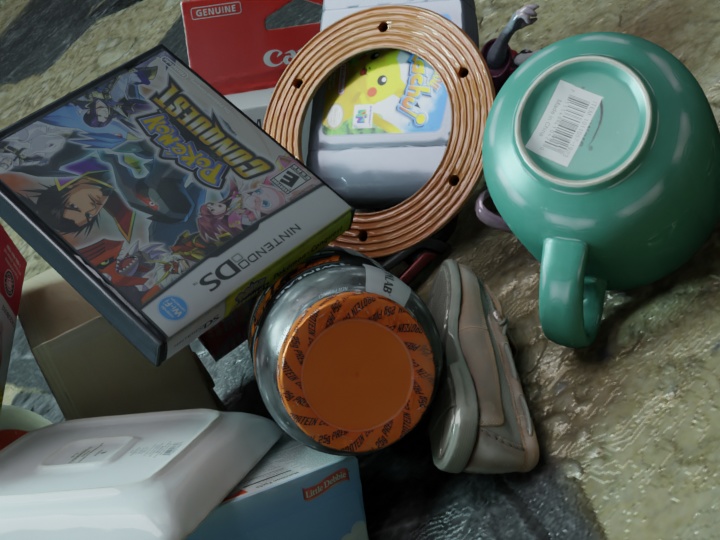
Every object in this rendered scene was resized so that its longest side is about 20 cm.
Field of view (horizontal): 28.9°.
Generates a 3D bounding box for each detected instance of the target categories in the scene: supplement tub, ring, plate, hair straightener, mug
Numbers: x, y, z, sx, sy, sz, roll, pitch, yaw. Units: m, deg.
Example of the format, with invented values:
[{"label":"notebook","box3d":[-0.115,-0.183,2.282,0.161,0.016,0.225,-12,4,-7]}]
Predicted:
[{"label":"supplement tub","box3d":[-0.013,0.052,0.938,0.122,0.123,0.200,-41,9,-2]},{"label":"ring","box3d":[0.013,-0.106,1.072,0.199,0.019,0.202,-7,75,27]},{"label":"plate","box3d":[-0.170,0.129,0.890,0.199,0.033,0.200,-7,11,17]},{"label":"hair straightener","box3d":[0.000,0.000,1.095,0.200,0.077,0.041,-45,2,-6]},{"label":"mug","box3d":[0.159,-0.062,0.900,0.151,0.114,0.186,-23,66,13]}]

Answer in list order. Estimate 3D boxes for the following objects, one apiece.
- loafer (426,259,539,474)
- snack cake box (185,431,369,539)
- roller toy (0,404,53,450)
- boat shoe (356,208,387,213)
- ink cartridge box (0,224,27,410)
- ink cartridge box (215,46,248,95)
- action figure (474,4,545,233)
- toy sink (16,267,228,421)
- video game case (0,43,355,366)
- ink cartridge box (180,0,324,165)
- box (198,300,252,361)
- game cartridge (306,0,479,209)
[{"label":"loafer","box3d":[0.079,0.067,0.938,0.201,0.062,0.072,-89,15,-57]},{"label":"snack cake box","box3d":[-0.107,0.168,0.897,0.199,0.068,0.115,-16,15,-33]},{"label":"roller toy","box3d":[-0.298,0.199,1.063,0.139,0.183,0.201,-13,38,39]},{"label":"boat shoe","box3d":[-0.043,-0.019,1.188,0.199,0.072,0.066,-14,42,41]},{"label":"ink cartridge box","box3d":[-0.299,0.052,0.947,0.083,0.145,0.201,0,63,6]},{"label":"ink cartridge box","box3d":[-0.091,-0.155,1.303,0.040,0.200,0.200,-33,28,11]},{"label":"action figure","box3d":[0.148,-0.119,1.094,0.150,0.133,0.200,-63,23,17]},{"label":"toy sink","box3d":[-0.171,0.094,1.077,0.111,0.201,0.130,-26,25,-11]},{"label":"video game case","box3d":[-0.134,-0.052,0.932,0.180,0.200,0.026,-36,-22,-34]},{"label":"ink cartridge box","box3d":[-0.043,-0.149,1.180,0.198,0.177,0.045,-10,28,-9]},{"label":"box","box3d":[-0.110,-0.015,1.074,0.094,0.103,0.200,-36,-13,-10]},{"label":"game cartridge","box3d":[0.027,-0.149,1.105,0.132,0.040,0.202,0,79,23]}]
